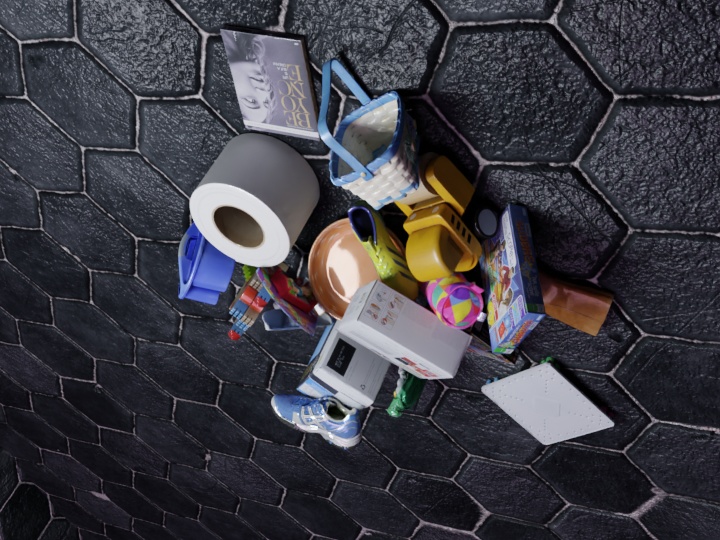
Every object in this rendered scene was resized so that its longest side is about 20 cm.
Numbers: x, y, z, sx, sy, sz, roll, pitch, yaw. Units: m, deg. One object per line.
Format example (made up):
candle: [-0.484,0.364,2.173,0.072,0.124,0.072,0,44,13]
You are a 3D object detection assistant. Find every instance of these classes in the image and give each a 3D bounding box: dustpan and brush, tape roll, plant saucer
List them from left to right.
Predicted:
tape roll: [-0.189,-0.125,1.696,0.200,0.140,0.204,17,142,14]
dustpan and brush: [-0.150,0.091,1.946,0.137,0.058,0.200,-4,178,-20]
plant saucer: [0.000,0.000,1.735,0.196,0.037,0.204,4,104,16]

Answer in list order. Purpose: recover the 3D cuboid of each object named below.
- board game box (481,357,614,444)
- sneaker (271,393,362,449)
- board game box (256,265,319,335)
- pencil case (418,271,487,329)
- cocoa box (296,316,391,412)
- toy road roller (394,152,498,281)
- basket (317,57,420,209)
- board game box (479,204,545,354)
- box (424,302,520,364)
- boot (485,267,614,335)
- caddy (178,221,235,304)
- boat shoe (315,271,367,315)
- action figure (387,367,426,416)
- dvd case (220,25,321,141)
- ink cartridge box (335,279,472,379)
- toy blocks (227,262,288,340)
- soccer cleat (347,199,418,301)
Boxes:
board game box: [0.374,0.263,1.883,0.199,0.026,0.199,41,142,-15]
sneaker: [-0.083,0.274,1.834,0.197,0.076,0.078,17,123,17]
board game box: [-0.122,0.034,1.760,0.039,0.200,0.158,-40,99,10]
pencil case: [0.151,0.030,1.627,0.089,0.088,0.200,47,-177,-24]
cocoa box: [-0.017,0.172,1.884,0.132,0.202,0.131,33,144,-9]
toy road roller: [0.119,-0.076,1.535,0.200,0.147,0.122,47,147,-22]
basket: [0.006,-0.211,1.447,0.138,0.179,0.199,-27,132,32]
board game box: [0.242,0.015,1.532,0.034,0.203,0.136,6,148,-16]
box: [0.206,0.116,1.729,0.109,0.035,0.199,15,167,38]
boot: [0.329,0.067,1.670,0.197,0.069,0.190,19,136,1]
caddy: [-0.305,-0.033,1.845,0.103,0.203,0.141,19,148,-17]
boat shoe: [-0.041,0.017,1.825,0.070,0.071,0.199,52,130,0]
action figure: [0.100,0.202,1.843,0.054,0.201,0.119,9,139,24]
dvd case: [-0.145,-0.306,1.555,0.146,0.016,0.202,13,141,20]
ink cartridge box: [0.070,0.109,1.665,0.198,0.085,0.175,31,165,-10]
toy blocks: [-0.223,0.059,1.939,0.099,0.138,0.200,34,143,-9]
soccer cleat: [0.034,-0.030,1.643,0.064,0.083,0.202,-30,83,23]
